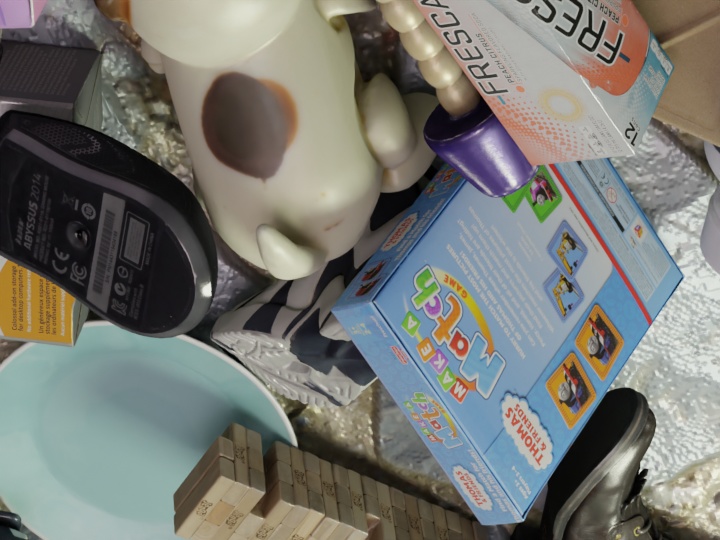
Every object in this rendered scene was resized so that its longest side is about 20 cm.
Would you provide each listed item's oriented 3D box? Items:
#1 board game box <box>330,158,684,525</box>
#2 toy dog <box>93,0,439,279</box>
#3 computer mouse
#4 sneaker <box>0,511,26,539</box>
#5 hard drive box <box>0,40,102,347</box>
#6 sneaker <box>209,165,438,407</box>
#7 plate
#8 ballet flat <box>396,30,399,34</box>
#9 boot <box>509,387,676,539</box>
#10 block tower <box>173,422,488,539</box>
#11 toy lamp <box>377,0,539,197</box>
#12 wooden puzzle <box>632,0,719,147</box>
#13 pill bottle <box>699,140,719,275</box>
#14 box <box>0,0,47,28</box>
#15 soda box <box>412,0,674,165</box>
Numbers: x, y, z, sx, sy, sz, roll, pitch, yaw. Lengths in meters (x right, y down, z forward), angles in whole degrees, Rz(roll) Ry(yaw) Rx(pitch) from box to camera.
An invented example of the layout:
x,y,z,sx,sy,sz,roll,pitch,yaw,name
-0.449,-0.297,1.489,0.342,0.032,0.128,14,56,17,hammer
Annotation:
x,y,z,sx,sy,sz,roll,pitch,yaw,name
0.083,0.012,1.368,0.036,0.200,0.152,-12,121,45,board game box
-0.064,-0.109,1.327,0.139,0.194,0.201,-7,126,26,toy dog
-0.147,-0.041,1.352,0.199,0.053,0.139,32,126,18,computer mouse
-0.265,0.156,1.543,0.129,0.080,0.200,-15,118,33,sneaker
-0.250,-0.050,1.450,0.199,0.077,0.157,6,120,5,hard drive box
0.000,0.000,1.446,0.079,0.130,0.199,37,156,-15,sneaker
-0.133,0.104,1.541,0.199,0.026,0.201,4,127,6,plate
0.067,-0.173,1.286,0.067,0.047,0.200,13,142,-21,ballet flat
0.185,0.169,1.525,0.173,0.069,0.201,20,125,-9,boot
-0.011,0.155,1.518,0.199,0.054,0.058,25,122,-23,block tower
0.028,-0.122,1.283,0.058,0.058,0.200,-23,117,20,toy lamp
0.140,-0.174,1.294,0.200,0.037,0.186,30,127,32,wooden puzzle
0.244,-0.088,1.328,0.119,0.120,0.201,12,121,1,pill bottle
-0.246,-0.200,1.305,0.199,0.176,0.097,-1,119,9,box
0.071,-0.140,1.235,0.068,0.064,0.200,-5,136,41,soda box
